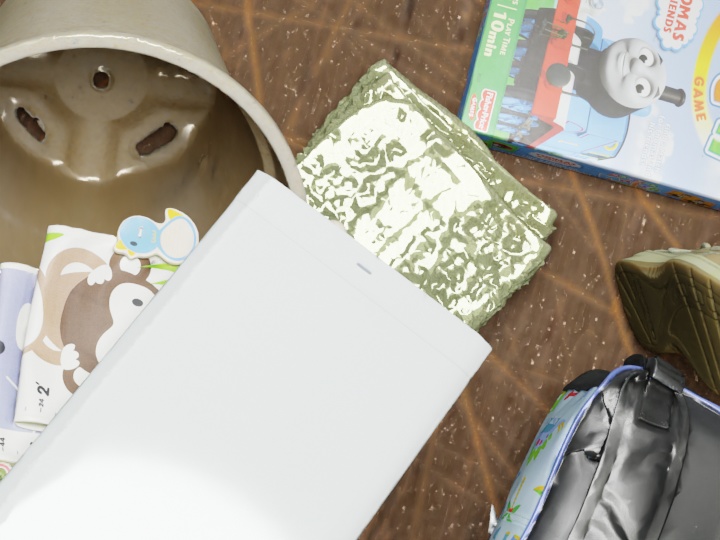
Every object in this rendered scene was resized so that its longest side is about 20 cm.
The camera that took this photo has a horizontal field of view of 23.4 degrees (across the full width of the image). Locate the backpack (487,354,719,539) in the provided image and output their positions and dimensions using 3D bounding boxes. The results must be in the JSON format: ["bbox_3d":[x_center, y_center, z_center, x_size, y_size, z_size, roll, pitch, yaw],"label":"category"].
[{"bbox_3d":[0.146,0.173,0.915,0.182,0.147,0.201,32,78,-2],"label":"backpack"}]

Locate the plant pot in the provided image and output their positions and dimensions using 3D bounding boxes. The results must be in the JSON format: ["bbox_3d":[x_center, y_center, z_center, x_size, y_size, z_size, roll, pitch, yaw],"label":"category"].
[{"bbox_3d":[-0.133,-0.061,0.880,0.198,0.184,0.202,-3,121,-6],"label":"plant pot"}]

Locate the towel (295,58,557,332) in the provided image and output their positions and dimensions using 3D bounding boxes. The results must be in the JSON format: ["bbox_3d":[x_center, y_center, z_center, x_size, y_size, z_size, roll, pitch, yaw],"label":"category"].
[{"bbox_3d":[0.000,0.000,0.969,0.148,0.036,0.200,43,89,-1],"label":"towel"}]

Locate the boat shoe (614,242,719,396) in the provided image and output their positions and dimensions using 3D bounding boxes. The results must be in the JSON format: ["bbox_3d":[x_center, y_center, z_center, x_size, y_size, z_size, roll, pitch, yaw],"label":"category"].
[{"bbox_3d":[0.194,0.019,0.913,0.063,0.201,0.074,-18,96,-8],"label":"boat shoe"}]

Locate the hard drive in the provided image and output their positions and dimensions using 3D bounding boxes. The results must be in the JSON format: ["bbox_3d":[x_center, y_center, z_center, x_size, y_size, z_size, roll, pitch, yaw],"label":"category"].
[{"bbox_3d":[-0.051,0.070,0.738,0.131,0.026,0.200,36,66,3],"label":"hard drive"}]

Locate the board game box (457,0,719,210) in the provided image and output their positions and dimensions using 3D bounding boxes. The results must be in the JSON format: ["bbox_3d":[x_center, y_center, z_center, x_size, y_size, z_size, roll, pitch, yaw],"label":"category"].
[{"bbox_3d":[0.167,-0.125,1.007,0.198,0.037,0.153,15,82,-4],"label":"board game box"}]

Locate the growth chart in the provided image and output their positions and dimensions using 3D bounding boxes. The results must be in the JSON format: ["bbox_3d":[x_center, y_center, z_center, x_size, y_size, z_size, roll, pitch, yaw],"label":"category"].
[{"bbox_3d":[-0.096,0.040,0.763,0.198,0.018,0.146,-4,71,-13],"label":"growth chart"}]

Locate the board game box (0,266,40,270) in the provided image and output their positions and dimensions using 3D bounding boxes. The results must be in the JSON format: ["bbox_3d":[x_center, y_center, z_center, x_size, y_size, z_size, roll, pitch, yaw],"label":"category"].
[{"bbox_3d":[-0.112,0.093,0.764,0.198,0.026,0.202,3,69,-8],"label":"board game box"}]
